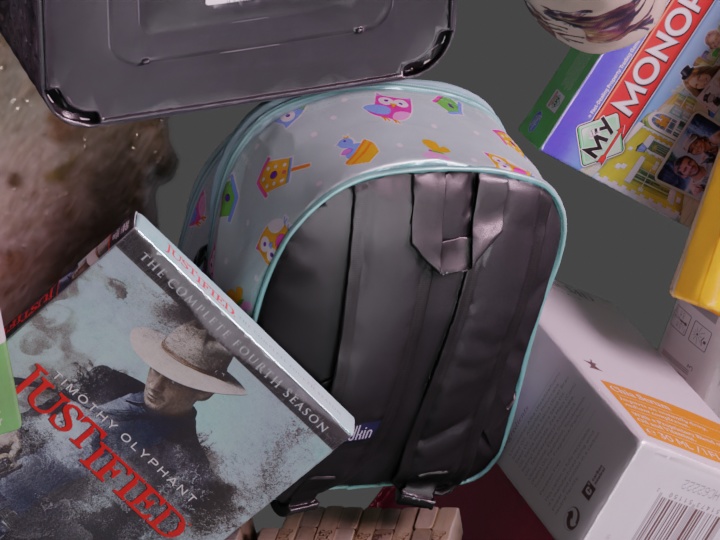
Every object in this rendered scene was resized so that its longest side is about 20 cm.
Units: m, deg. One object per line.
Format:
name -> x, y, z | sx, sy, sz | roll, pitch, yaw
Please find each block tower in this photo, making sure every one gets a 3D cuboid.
block tower -> -0.048, 0.155, 1.406 | 0.199, 0.054, 0.058 | -1, 126, 16

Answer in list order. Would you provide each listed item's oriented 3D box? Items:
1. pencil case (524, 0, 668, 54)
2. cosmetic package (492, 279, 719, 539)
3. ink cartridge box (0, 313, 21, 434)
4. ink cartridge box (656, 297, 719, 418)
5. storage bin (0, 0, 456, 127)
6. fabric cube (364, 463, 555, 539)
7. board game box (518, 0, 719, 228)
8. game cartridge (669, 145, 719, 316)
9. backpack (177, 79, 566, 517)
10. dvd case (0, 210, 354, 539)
pencil case -> 0.095, -0.172, 1.274 | 0.077, 0.090, 0.200 | -5, 164, 13
cosmetic package -> 0.119, 0.077, 1.408 | 0.101, 0.200, 0.071 | 20, 108, -32
ink cartridge box -> -0.218, -0.037, 1.200 | 0.084, 0.145, 0.201 | -16, 122, -16
ink cartridge box -> 0.250, 0.024, 1.536 | 0.199, 0.050, 0.162 | -12, 130, -41
storage bin -> -0.063, -0.155, 1.261 | 0.199, 0.094, 0.136 | -10, 122, -20
fabric cube -> 0.100, 0.218, 1.483 | 0.199, 0.200, 0.197 | 30, 103, -32
board game box -> 0.188, -0.125, 1.431 | 0.134, 0.029, 0.200 | 24, 106, -34
game cartridge -> 0.253, -0.057, 1.428 | 0.176, 0.032, 0.201 | 19, 92, -44
backpack -> 0.000, 0.000, 1.337 | 0.175, 0.154, 0.201 | 0, 133, -24
dvd case -> -0.123, 0.084, 1.286 | 0.200, 0.022, 0.146 | -39, 108, 18
